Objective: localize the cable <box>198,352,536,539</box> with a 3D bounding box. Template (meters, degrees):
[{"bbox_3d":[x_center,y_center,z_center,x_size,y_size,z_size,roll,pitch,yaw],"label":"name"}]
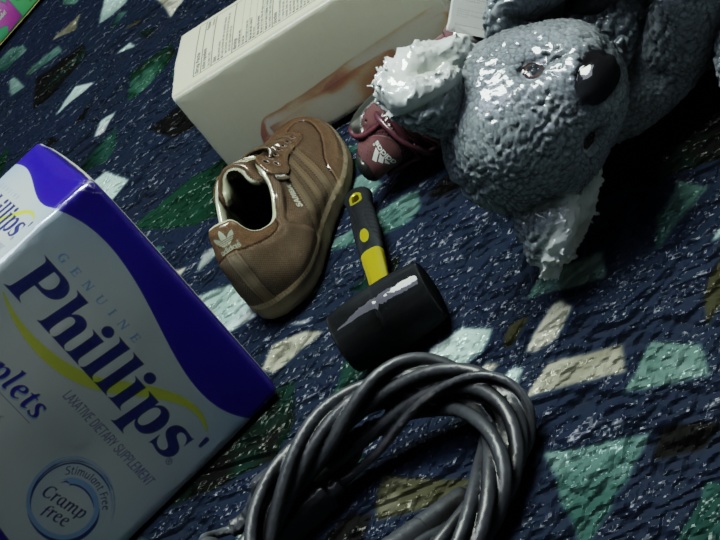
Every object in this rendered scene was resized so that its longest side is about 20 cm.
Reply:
[{"bbox_3d":[0.002,0.121,1.020,0.199,0.051,0.163,-35,27,9],"label":"cable"}]

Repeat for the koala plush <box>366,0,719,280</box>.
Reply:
[{"bbox_3d":[0.110,-0.106,1.115,0.200,0.177,0.183,-54,19,-25],"label":"koala plush"}]

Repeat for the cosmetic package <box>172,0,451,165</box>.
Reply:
[{"bbox_3d":[-0.028,-0.165,1.448,0.199,0.087,0.104,-29,29,19],"label":"cosmetic package"}]

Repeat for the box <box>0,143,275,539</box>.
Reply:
[{"bbox_3d":[-0.188,0.064,1.198,0.200,0.184,0.105,-45,26,-9],"label":"box"}]

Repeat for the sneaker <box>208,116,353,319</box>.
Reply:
[{"bbox_3d":[-0.054,-0.056,1.331,0.070,0.076,0.200,-28,30,21],"label":"sneaker"}]

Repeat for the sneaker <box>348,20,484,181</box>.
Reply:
[{"bbox_3d":[0.046,-0.084,1.265,0.115,0.076,0.200,-38,16,14],"label":"sneaker"}]

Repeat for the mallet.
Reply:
[{"bbox_3d":[0.000,0.000,1.226,0.066,0.041,0.200,-35,23,2],"label":"mallet"}]

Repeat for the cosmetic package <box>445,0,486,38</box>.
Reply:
[{"bbox_3d":[0.106,-0.219,1.308,0.050,0.083,0.200,12,29,12],"label":"cosmetic package"}]

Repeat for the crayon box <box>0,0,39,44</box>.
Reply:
[{"bbox_3d":[-0.387,-0.307,2.151,0.172,0.058,0.200,-2,45,49],"label":"crayon box"}]
